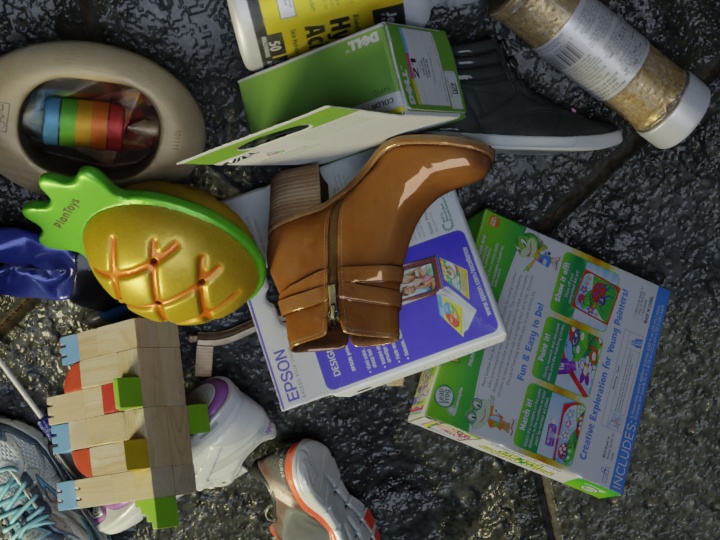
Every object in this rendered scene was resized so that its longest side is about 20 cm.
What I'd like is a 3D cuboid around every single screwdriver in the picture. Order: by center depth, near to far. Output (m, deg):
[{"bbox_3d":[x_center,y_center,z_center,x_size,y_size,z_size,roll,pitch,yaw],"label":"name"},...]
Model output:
[{"bbox_3d":[-0.297,0.121,1.224,0.028,0.029,0.200,-35,109,-9],"label":"screwdriver"}]

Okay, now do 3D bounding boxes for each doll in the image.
[{"bbox_3d":[-0.238,-0.006,1.171,0.199,0.049,0.137,6,131,-11],"label":"doll"}]

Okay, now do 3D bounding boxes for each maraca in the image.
[{"bbox_3d":[-0.171,-0.022,1.090,0.200,0.107,0.137,24,138,-18],"label":"maraca"}]

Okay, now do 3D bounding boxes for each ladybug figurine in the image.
[{"bbox_3d":[-0.227,-0.126,1.118,0.199,0.072,0.136,10,110,-10],"label":"ladybug figurine"}]

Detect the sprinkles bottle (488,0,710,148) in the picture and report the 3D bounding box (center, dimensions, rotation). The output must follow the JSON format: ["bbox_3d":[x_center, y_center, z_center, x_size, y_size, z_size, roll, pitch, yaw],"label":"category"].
[{"bbox_3d":[0.203,-0.185,1.146,0.200,0.068,0.068,34,104,-17],"label":"sprinkles bottle"}]

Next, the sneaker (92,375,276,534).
[{"bbox_3d":[-0.162,0.186,1.244,0.200,0.075,0.100,-40,128,17],"label":"sneaker"}]

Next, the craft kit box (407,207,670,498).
[{"bbox_3d":[0.161,0.074,1.196,0.197,0.049,0.200,25,70,-16],"label":"craft kit box"}]

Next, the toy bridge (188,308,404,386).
[{"bbox_3d":[-0.057,0.067,1.235,0.199,0.027,0.067,4,110,-8],"label":"toy bridge"}]

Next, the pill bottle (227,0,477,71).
[{"bbox_3d":[-0.008,-0.234,1.081,0.199,0.111,0.112,-14,112,-1],"label":"pill bottle"}]

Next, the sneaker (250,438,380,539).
[{"bbox_3d":[-0.042,0.246,1.295,0.082,0.077,0.200,-12,114,27],"label":"sneaker"}]

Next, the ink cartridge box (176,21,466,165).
[{"bbox_3d":[-0.032,-0.134,1.040,0.148,0.200,0.076,-16,85,32],"label":"ink cartridge box"}]

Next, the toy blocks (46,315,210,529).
[{"bbox_3d":[-0.216,0.127,1.183,0.136,0.100,0.201,-14,80,38],"label":"toy blocks"}]

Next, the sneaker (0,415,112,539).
[{"bbox_3d":[-0.295,0.217,1.234,0.078,0.086,0.200,-35,111,6],"label":"sneaker"}]

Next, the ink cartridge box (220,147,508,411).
[{"bbox_3d":[0.000,0.000,1.151,0.200,0.043,0.199,-19,73,1],"label":"ink cartridge box"}]

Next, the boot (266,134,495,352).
[{"bbox_3d":[0.020,-0.021,1.087,0.199,0.077,0.156,-10,68,9],"label":"boot"}]

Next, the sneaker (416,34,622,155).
[{"bbox_3d":[0.138,-0.149,1.152,0.200,0.071,0.099,0,89,-23],"label":"sneaker"}]
